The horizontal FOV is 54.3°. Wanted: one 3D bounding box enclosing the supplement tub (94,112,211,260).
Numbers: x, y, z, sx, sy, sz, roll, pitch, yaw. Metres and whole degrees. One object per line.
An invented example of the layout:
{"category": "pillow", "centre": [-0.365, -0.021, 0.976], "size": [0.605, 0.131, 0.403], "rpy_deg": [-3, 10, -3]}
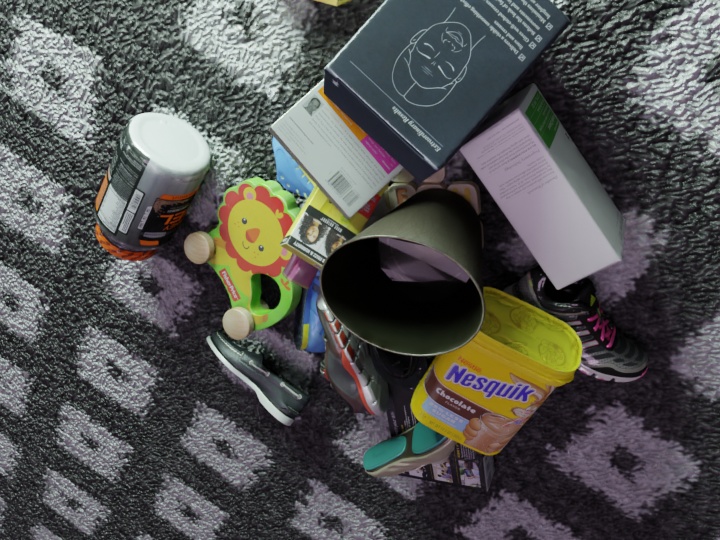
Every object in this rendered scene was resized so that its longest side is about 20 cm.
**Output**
{"category": "supplement tub", "centre": [-0.302, -0.113, 1.001], "size": [0.122, 0.123, 0.200], "rpy_deg": [38, 127, -1]}

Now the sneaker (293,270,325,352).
{"category": "sneaker", "centre": [-0.048, 0.027, 1.015], "size": [0.078, 0.066, 0.201], "rpy_deg": [1, 114, -17]}

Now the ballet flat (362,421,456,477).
{"category": "ballet flat", "centre": [0.088, 0.258, 1.020], "size": [0.200, 0.070, 0.070], "rpy_deg": [-32, 102, 40]}

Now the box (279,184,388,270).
{"category": "box", "centre": [-0.013, -0.097, 0.834], "size": [0.075, 0.201, 0.050], "rpy_deg": [33, 170, -12]}

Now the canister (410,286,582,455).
{"category": "canister", "centre": [0.161, 0.133, 0.880], "size": [0.148, 0.087, 0.200], "rpy_deg": [26, 133, 2]}

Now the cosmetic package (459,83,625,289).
{"category": "cosmetic package", "centre": [0.208, -0.094, 0.790], "size": [0.085, 0.108, 0.200], "rpy_deg": [-31, 104, 34]}

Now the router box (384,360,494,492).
{"category": "router box", "centre": [0.117, 0.231, 1.055], "size": [0.148, 0.051, 0.201], "rpy_deg": [3, 119, 25]}

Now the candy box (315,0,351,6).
{"category": "candy box", "centre": [-0.057, -0.404, 0.760], "size": [0.116, 0.056, 0.201], "rpy_deg": [18, 123, 15]}

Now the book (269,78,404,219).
{"category": "book", "centre": [0.016, -0.174, 0.790], "size": [0.200, 0.048, 0.134], "rpy_deg": [-43, 98, -7]}

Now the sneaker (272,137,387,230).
{"category": "sneaker", "centre": [-0.045, -0.115, 0.912], "size": [0.105, 0.076, 0.201], "rpy_deg": [-20, 103, 50]}

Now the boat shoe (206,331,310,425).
{"category": "boat shoe", "centre": [-0.165, 0.161, 1.140], "size": [0.200, 0.076, 0.060], "rpy_deg": [42, 89, 8]}

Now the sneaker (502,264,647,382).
{"category": "sneaker", "centre": [0.276, 0.060, 0.869], "size": [0.199, 0.074, 0.088], "rpy_deg": [34, 133, 8]}

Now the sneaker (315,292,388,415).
{"category": "sneaker", "centre": [-0.031, 0.125, 0.989], "size": [0.082, 0.077, 0.201], "rpy_deg": [-15, 106, 26]}

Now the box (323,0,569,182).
{"category": "box", "centre": [0.081, -0.216, 0.717], "size": [0.148, 0.107, 0.200], "rpy_deg": [42, 87, -3]}

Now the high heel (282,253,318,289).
{"category": "high heel", "centre": [0.000, 0.000, 0.944], "size": [0.199, 0.067, 0.096], "rpy_deg": [20, 111, -28]}

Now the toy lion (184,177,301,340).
{"category": "toy lion", "centre": [-0.146, -0.023, 1.005], "size": [0.191, 0.069, 0.201], "rpy_deg": [-24, 94, 31]}

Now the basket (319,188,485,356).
{"category": "basket", "centre": [0.072, -0.012, 0.817], "size": [0.179, 0.200, 0.137], "rpy_deg": [14, 118, 14]}

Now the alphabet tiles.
{"category": "alphabet tiles", "centre": [0.061, -0.070, 0.928], "size": [0.199, 0.015, 0.197], "rpy_deg": [3, 119, 23]}

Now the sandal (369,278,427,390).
{"category": "sandal", "centre": [0.042, 0.096, 0.936], "size": [0.075, 0.048, 0.201], "rpy_deg": [-7, 126, 13]}
